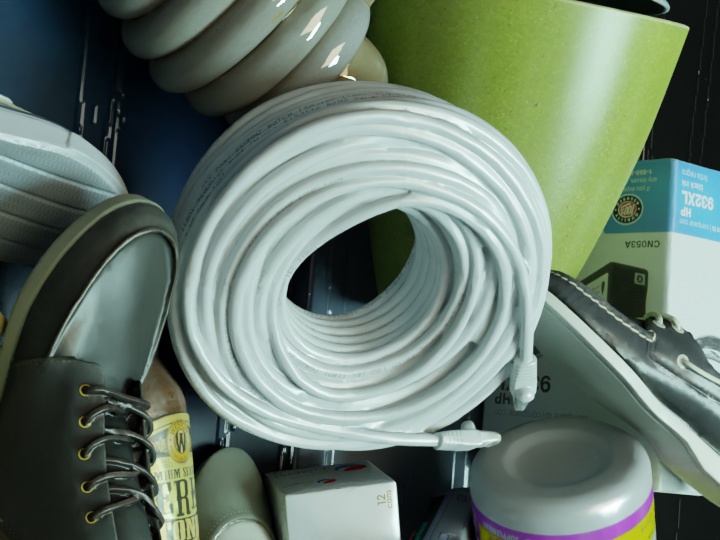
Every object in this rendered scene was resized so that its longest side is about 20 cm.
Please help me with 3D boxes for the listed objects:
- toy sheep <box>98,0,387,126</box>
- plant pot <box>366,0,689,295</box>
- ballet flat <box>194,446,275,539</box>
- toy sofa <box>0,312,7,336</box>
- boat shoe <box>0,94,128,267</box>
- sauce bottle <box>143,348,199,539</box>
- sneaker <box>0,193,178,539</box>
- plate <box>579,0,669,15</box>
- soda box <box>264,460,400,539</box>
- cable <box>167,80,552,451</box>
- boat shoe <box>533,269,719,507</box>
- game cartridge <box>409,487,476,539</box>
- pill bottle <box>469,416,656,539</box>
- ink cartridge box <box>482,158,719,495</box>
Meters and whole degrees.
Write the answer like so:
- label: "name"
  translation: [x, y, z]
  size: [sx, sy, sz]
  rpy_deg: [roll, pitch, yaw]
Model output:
- label: "toy sheep"
  translation: [-0.062, -0.146, 0.731]
  size: [0.200, 0.138, 0.138]
  rpy_deg: [41, 61, -20]
- label: "plant pot"
  translation: [0.075, -0.061, 0.848]
  size: [0.187, 0.187, 0.201]
  rpy_deg: [1, 104, -45]
- label: "ballet flat"
  translation: [-0.068, 0.194, 0.762]
  size: [0.067, 0.064, 0.201]
  rpy_deg: [23, 73, -43]
- label: "toy sofa"
  translation: [-0.242, 0.068, 0.591]
  size: [0.201, 0.097, 0.083]
  rpy_deg: [-64, 154, -24]
- label: "boat shoe"
  translation: [-0.179, -0.060, 0.654]
  size: [0.200, 0.072, 0.062]
  rpy_deg: [30, 24, -52]
- label: "sauce bottle"
  translation: [-0.114, 0.096, 0.716]
  size: [0.065, 0.065, 0.201]
  rpy_deg: [-4, 88, -45]
- label: "sneaker"
  translation: [-0.107, 0.072, 0.631]
  size: [0.075, 0.106, 0.201]
  rpy_deg: [26, 87, -54]
- label: "plate"
  translation: [0.078, -0.178, 0.819]
  size: [0.200, 0.200, 0.026]
  rpy_deg: [7, 99, -45]
- label: "soda box"
  translation: [-0.011, 0.211, 0.803]
  size: [0.063, 0.068, 0.201]
  rpy_deg: [-6, 93, -13]
- label: "cable"
  translation: [0.000, 0.000, 0.733]
  size: [0.199, 0.069, 0.201]
  rpy_deg: [-1, 120, -17]
- label: "boat shoe"
  translation: [0.168, 0.059, 0.815]
  size: [0.200, 0.074, 0.060]
  rpy_deg: [41, 78, -12]
- label: "game cartridge"
  translation: [0.052, 0.204, 0.836]
  size: [0.200, 0.038, 0.130]
  rpy_deg: [-19, 101, -80]
- label: "pill bottle"
  translation: [0.123, 0.195, 0.856]
  size: [0.104, 0.104, 0.201]
  rpy_deg: [-30, 121, -41]
- label: "ink cartridge box"
  translation: [0.160, 0.037, 0.935]
  size: [0.083, 0.145, 0.201]
  rpy_deg: [9, 83, -44]
